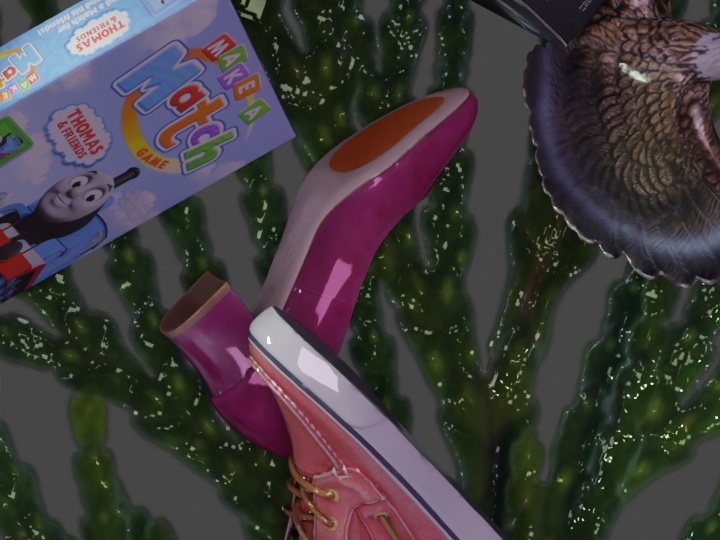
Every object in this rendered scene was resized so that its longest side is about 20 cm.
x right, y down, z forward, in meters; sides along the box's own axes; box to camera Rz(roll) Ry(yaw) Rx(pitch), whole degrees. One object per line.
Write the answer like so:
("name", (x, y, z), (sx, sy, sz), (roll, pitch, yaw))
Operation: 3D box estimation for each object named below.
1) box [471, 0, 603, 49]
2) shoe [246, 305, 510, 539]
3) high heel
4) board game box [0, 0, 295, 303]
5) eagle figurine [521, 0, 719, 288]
("box", (0.101, -0.219, 1.189), (0.044, 0.160, 0.200), (37, 89, -39))
("shoe", (-0.010, 0.110, 1.211), (0.091, 0.071, 0.200), (-42, 120, 1))
("high heel", (0.000, 0.000, 1.242), (0.200, 0.067, 0.096), (-44, 113, -10))
("board game box", (-0.140, -0.061, 1.184), (0.200, 0.151, 0.037), (-31, 63, -2))
("eagle figurine", (0.147, -0.079, 1.197), (0.152, 0.151, 0.200), (2, 84, -14))
